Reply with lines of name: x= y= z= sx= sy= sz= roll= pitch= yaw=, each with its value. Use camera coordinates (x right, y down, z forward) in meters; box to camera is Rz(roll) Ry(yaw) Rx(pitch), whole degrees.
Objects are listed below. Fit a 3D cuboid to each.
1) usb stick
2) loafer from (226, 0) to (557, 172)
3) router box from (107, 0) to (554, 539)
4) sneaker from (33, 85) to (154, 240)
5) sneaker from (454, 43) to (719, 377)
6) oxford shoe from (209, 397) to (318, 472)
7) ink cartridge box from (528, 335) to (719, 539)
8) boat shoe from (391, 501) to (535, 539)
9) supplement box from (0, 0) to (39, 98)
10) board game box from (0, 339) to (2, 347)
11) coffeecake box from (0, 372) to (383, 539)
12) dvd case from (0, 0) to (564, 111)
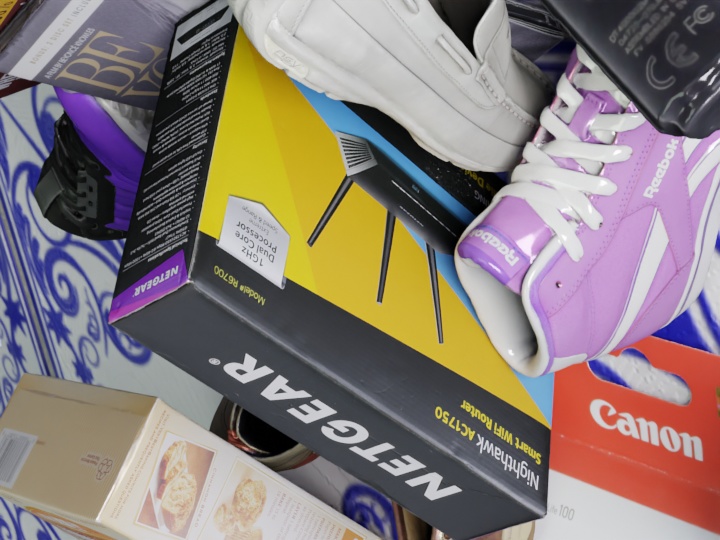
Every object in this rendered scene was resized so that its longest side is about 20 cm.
usb stick: x=0.074 y=-0.127 z=0.643 sx=0.055 sy=0.033 sz=0.200 roll=-46 pitch=58 yaw=15
loafer: x=0.030 y=-0.089 z=0.668 sx=0.070 sy=0.200 sz=0.070 roll=-40 pitch=62 yaw=20
router box: x=0.000 y=0.000 z=0.714 sx=0.051 sy=0.149 sz=0.200 roll=-25 pitch=134 yaw=37
sneaker: x=-0.124 y=-0.054 z=0.887 sx=0.200 sy=0.099 sz=0.070 roll=42 pitch=-152 yaw=-68
sneaker: x=0.091 y=-0.045 z=0.677 sx=0.073 sy=0.114 sz=0.201 roll=31 pitch=133 yaw=41
oxford shoe: x=-0.052 y=0.077 z=0.989 sx=0.071 sy=0.075 sz=0.200 roll=59 pitch=146 yaw=8
ink cartridge box: x=0.122 y=0.126 z=0.809 sx=0.162 sy=0.057 sz=0.200 roll=16 pitch=129 yaw=49
boat shoe: x=0.027 y=0.046 z=0.836 sx=0.072 sy=0.072 sz=0.200 roll=-10 pitch=89 yaw=54
supplement box: x=-0.136 y=-0.184 z=0.815 sx=0.133 sy=0.200 sz=0.197 roll=62 pitch=147 yaw=3
board game box: x=-0.250 y=-0.063 z=0.720 sx=0.200 sy=0.041 sz=0.200 roll=19 pitch=134 yaw=31
coffeecake box: x=-0.094 y=0.140 z=0.997 sx=0.200 sy=0.073 sz=0.153 roll=36 pitch=161 yaw=-32
dvd case: x=-0.037 y=-0.096 z=0.753 sx=0.149 sy=0.200 sz=0.016 roll=-32 pitch=52 yaw=53
